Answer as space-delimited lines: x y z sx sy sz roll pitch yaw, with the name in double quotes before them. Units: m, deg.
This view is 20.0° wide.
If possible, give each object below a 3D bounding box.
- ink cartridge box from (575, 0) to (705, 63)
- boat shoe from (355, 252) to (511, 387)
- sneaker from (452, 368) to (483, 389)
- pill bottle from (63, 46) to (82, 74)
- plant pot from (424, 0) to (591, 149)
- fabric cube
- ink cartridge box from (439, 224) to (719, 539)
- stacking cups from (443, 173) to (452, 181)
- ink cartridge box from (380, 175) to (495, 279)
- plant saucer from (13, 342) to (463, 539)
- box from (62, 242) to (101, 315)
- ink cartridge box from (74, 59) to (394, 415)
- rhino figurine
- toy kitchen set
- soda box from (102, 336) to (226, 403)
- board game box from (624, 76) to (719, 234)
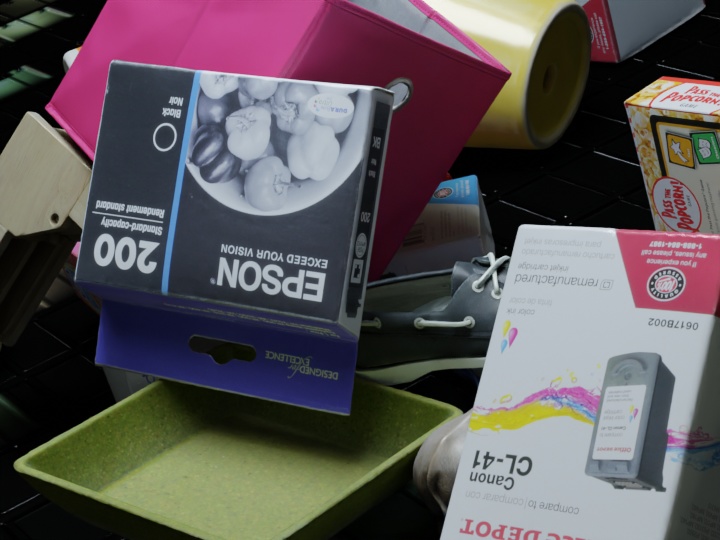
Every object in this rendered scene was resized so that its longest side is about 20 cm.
"ink cartridge box" 0.198 -0.294 1.952 0.145 0.145 0.200 -34 28 -33
"boat shoe" 0.068 0.023 1.263 0.200 0.060 0.076 -17 20 25
"sneaker" 0.094 0.040 1.380 0.074 0.082 0.200 -22 23 -6
"pill bottle" -0.183 -0.196 2.027 0.200 0.114 0.114 -21 24 -10
"plant pot" 0.087 -0.186 1.760 0.189 0.201 0.201 18 38 27
"fabric cube" -0.058 -0.124 1.417 0.196 0.199 0.200 18 20 -47
"ink cartridge box" 0.141 0.082 1.121 0.148 0.086 0.200 4 72 41
"stacking cups" -0.018 -0.054 1.700 0.200 0.061 0.061 0 28 22
"ink cartridge box" 0.000 0.000 1.543 0.200 0.067 0.116 -13 25 8
"plant saucer" -0.070 0.121 1.238 0.200 0.048 0.200 14 29 37
"box" -0.141 -0.047 1.630 0.200 0.095 0.103 -39 44 -16
"ink cartridge box" -0.083 -0.023 1.269 0.198 0.200 0.043 8 1 29
"rhino figurine" 0.103 0.098 1.239 0.060 0.087 0.200 8 34 42
"toy kitchen set" -0.170 0.018 1.480 0.200 0.180 0.163 41 17 26
"soda box" -0.086 0.075 1.443 0.200 0.063 0.068 3 31 38
"board game box" 0.277 -0.045 1.357 0.046 0.152 0.200 -33 29 -32
